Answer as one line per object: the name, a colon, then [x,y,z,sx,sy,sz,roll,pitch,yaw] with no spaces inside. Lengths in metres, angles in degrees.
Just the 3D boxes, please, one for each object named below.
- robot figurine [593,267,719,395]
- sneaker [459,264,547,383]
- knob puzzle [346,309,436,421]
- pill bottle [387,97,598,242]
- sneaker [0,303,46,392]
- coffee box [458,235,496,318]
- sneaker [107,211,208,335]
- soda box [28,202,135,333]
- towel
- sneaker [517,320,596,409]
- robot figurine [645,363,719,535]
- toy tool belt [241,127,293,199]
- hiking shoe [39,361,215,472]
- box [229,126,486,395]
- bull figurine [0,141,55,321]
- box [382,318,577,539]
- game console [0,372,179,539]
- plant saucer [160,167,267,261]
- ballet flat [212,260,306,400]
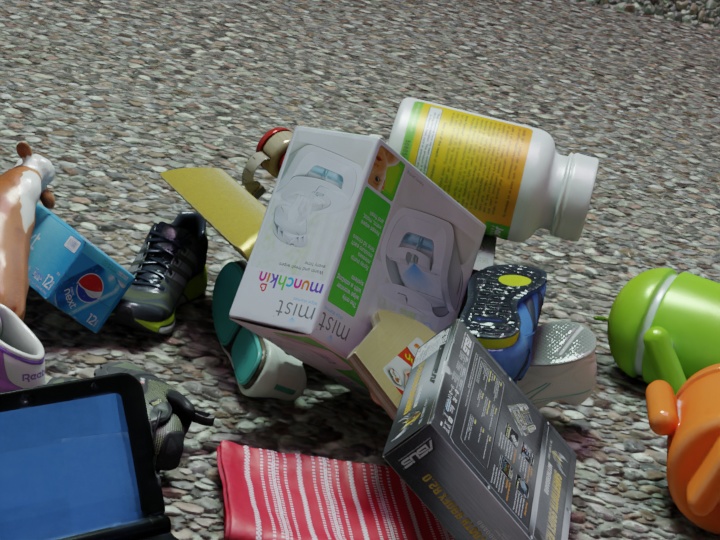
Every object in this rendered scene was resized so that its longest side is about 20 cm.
robot figurine: [0.330,0.067,1.709,0.199,0.117,0.175,20,21,23]
sneaker: [0.122,0.055,1.533,0.065,0.079,0.200,4,22,13]
knob puzzle: [0.066,0.118,1.441,0.219,0.030,0.220,42,23,-22]
pill bottle: [0.124,-0.091,1.694,0.198,0.112,0.111,14,21,5]
sneaker: [-0.330,0.061,1.378,0.199,0.115,0.073,17,23,17]
coffee box: [0.085,0.011,1.728,0.079,0.115,0.200,13,20,2]
sneaker: [-0.193,-0.001,1.654,0.073,0.082,0.200,13,21,6]
soda box: [-0.289,-0.017,1.618,0.068,0.064,0.200,39,-4,-39]
towel: [-0.013,0.183,1.361,0.198,0.023,0.145,8,22,-10]
sneaker: [0.118,0.102,1.584,0.198,0.081,0.071,-5,41,11]
robot figurine: [0.319,0.151,1.491,0.142,0.118,0.200,-6,18,13]
toy tool belt: [-0.025,-0.054,1.775,0.123,0.125,0.200,41,-10,37]
hiking shoe: [-0.188,0.122,1.348,0.100,0.076,0.200,15,20,18]
box: [0.000,0.000,1.504,0.096,0.178,0.200,10,-16,35]
bull figurine: [-0.331,-0.024,1.544,0.120,0.065,0.201,-16,49,18]
box: [0.097,0.144,1.354,0.159,0.048,0.200,49,21,-11]
game console: [-0.191,0.168,1.171,0.199,0.117,0.175,-8,28,-41]
plant saucer: [-0.078,-0.014,1.638,0.200,0.048,0.200,47,-4,-38]
ballet flat: [-0.090,0.061,1.595,0.069,0.070,0.200,5,26,-17]
